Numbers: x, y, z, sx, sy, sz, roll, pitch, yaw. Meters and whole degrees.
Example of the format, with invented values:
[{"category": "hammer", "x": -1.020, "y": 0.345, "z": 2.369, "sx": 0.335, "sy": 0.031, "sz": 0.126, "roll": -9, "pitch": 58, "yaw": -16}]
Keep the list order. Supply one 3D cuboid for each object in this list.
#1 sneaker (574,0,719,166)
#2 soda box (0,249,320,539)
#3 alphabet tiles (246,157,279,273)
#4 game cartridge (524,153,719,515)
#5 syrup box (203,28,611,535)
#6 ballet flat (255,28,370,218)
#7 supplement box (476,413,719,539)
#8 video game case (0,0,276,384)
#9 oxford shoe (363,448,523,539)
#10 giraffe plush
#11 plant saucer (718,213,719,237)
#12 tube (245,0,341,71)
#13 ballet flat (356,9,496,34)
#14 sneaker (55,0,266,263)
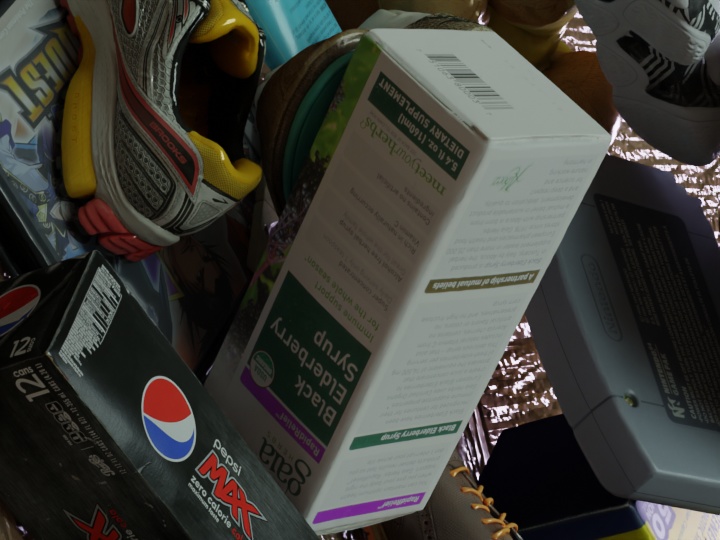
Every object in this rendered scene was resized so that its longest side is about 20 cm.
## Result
[{"category": "sneaker", "x": 0.167, "y": -0.143, "z": 1.232, "sx": 0.115, "sy": 0.075, "sz": 0.200, "roll": -53, "pitch": 153, "yaw": -15}, {"category": "soda box", "x": -0.082, "y": 0.090, "z": 0.994, "sx": 0.200, "sy": 0.070, "sz": 0.063, "roll": 55, "pitch": 35, "yaw": -27}, {"category": "alphabet tiles", "x": 0.000, "y": 0.000, "z": 1.212, "sx": 0.200, "sy": 0.006, "sz": 0.167, "roll": 47, "pitch": 43, "yaw": -50}, {"category": "game cartridge", "x": 0.140, "y": 0.029, "z": 1.253, "sx": 0.133, "sy": 0.042, "sz": 0.201, "roll": 10, "pitch": 50, "yaw": -34}, {"category": "syrup box", "x": 0.013, "y": 0.006, "z": 1.036, "sx": 0.081, "sy": 0.201, "sz": 0.079, "roll": -5, "pitch": 40, "yaw": -46}, {"category": "ballet flat", "x": -0.013, "y": -0.046, "z": 1.092, "sx": 0.072, "sy": 0.068, "sz": 0.200, "roll": 56, "pitch": -11, "yaw": 36}, {"category": "supplement box", "x": 0.145, "y": 0.178, "z": 1.295, "sx": 0.201, "sy": 0.109, "sz": 0.109, "roll": 61, "pitch": 32, "yaw": -20}, {"category": "video game case", "x": -0.100, "y": -0.051, "z": 1.086, "sx": 0.181, "sy": 0.025, "sz": 0.200, "roll": 60, "pitch": 32, "yaw": -22}, {"category": "oxford shoe", "x": 0.042, "y": 0.113, "z": 1.173, "sx": 0.071, "sy": 0.073, "sz": 0.201, "roll": -13, "pitch": 92, "yaw": -61}, {"category": "giraffe plush", "x": 0.075, "y": -0.114, "z": 1.323, "sx": 0.200, "sy": 0.172, "sz": 0.163, "roll": -126, "pitch": -164, "yaw": -68}, {"category": "plant saucer", "x": 0.211, "y": -0.017, "z": 1.216, "sx": 0.201, "sy": 0.048, "sz": 0.201, "roll": 89, "pitch": -2, "yaw": -49}, {"category": "tube", "x": -0.061, "y": -0.157, "z": 1.154, "sx": 0.201, "sy": 0.050, "sz": 0.077, "roll": 56, "pitch": 32, "yaw": -12}, {"category": "ballet flat", "x": 0.022, "y": -0.074, "z": 1.156, "sx": 0.075, "sy": 0.068, "sz": 0.200, "roll": 56, "pitch": -12, "yaw": 20}, {"category": "sneaker", "x": -0.074, "y": -0.105, "z": 1.050, "sx": 0.078, "sy": 0.082, "sz": 0.201, "roll": 23, "pitch": 56, "yaw": -53}]
